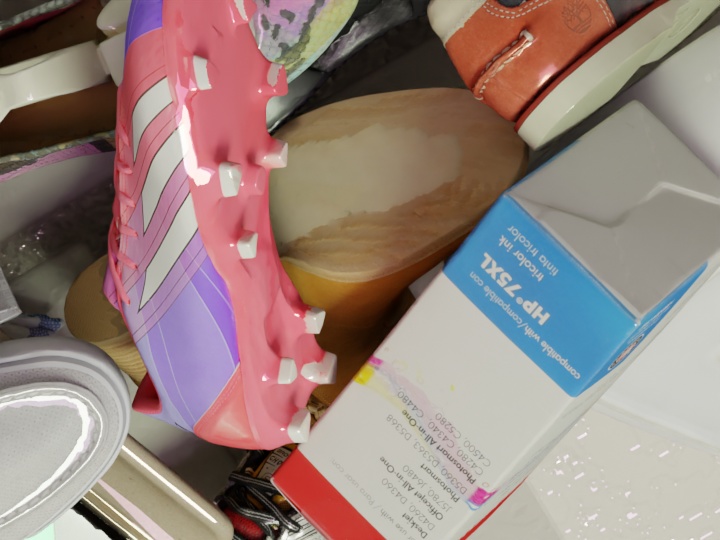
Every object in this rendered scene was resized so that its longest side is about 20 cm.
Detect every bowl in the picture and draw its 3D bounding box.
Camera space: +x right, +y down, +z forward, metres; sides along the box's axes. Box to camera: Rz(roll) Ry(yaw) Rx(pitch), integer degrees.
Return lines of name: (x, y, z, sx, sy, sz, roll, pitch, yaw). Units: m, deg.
bowl: (0.156, 0.002, 1.163, 0.200, 0.075, 0.200, 23, 131, -40)

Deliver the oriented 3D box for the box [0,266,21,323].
box: (-0.226, -0.044, 0.985, 0.158, 0.048, 0.200, -25, 96, -14)

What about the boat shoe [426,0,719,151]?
boat shoe: (0.097, -0.108, 1.074, 0.200, 0.063, 0.071, -36, 169, -47)

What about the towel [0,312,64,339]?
towel: (-0.218, 0.056, 1.103, 0.200, 0.024, 0.147, 18, 113, -49)

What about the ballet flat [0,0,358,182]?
ballet flat: (-0.094, -0.072, 1.033, 0.200, 0.071, 0.069, -19, 93, 21)

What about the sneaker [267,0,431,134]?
sneaker: (-0.019, -0.128, 1.068, 0.200, 0.060, 0.104, -34, 115, 12)

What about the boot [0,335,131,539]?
boot: (-0.164, 0.096, 1.007, 0.200, 0.096, 0.074, -30, 110, -2)

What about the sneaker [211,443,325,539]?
sneaker: (-0.046, 0.108, 1.183, 0.200, 0.078, 0.082, -27, 135, -34)

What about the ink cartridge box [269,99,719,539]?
ink cartridge box: (0.045, 0.041, 1.075, 0.067, 0.116, 0.200, 44, 124, 8)

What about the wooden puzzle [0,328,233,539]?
wooden puzzle: (-0.174, 0.112, 1.077, 0.185, 0.037, 0.200, 41, 99, -20)

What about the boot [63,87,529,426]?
boot: (0.000, 0.001, 1.124, 0.201, 0.071, 0.144, -24, 155, 22)

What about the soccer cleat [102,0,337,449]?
soccer cleat: (-0.061, -0.018, 1.000, 0.076, 0.067, 0.200, 4, 133, 20)
